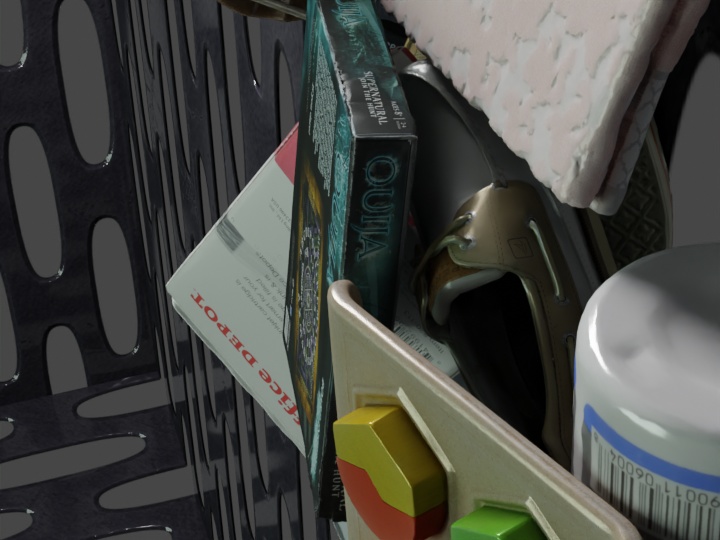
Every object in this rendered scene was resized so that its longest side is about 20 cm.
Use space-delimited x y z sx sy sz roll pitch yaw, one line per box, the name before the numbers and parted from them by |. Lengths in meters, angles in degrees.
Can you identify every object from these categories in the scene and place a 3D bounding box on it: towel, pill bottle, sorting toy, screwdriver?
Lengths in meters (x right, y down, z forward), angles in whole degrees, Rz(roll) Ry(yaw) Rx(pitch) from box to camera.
towel | 0.081 -0.147 0.637 0.200 0.032 0.192 57 132 52
pill bottle | 0.131 0.101 0.613 0.114 0.113 0.201 -118 19 -52
sorting toy | 0.038 0.124 0.646 0.200 0.036 0.186 43 146 47
screwdriver | -0.033 -0.151 0.983 0.028 0.199 0.029 -78 14 -54

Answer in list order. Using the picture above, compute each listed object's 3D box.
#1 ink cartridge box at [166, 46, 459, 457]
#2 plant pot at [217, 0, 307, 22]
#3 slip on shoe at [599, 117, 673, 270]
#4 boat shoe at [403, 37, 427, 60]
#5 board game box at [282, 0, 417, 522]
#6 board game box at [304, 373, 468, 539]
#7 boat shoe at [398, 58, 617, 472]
ink cartridge box | 0.000 0.000 0.916 0.147 0.083 0.200 48 142 2
plant pot | -0.074 -0.260 1.064 0.198 0.199 0.201 -128 28 -49
slip on shoe | 0.096 -0.056 0.752 0.061 0.073 0.202 -64 -34 -73
boat shoe | 0.046 -0.087 0.946 0.200 0.071 0.065 113 149 -53
board game box | -0.008 -0.009 0.752 0.136 0.028 0.201 -104 16 -52
board game box | 0.028 0.098 1.047 0.200 0.026 0.201 -23 89 54
boat shoe | 0.057 -0.003 0.698 0.201 0.068 0.075 59 141 19
